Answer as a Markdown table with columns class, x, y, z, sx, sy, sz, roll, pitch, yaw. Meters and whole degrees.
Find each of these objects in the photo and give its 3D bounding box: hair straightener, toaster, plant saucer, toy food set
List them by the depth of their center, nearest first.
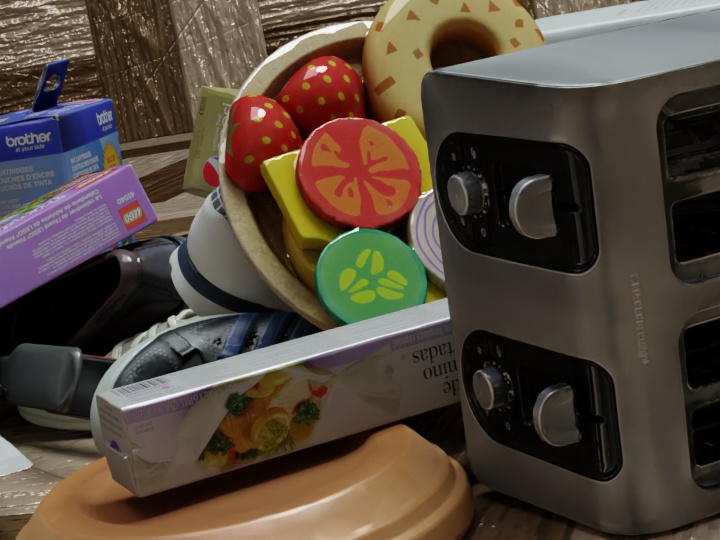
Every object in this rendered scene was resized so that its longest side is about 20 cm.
| class | x | y | z | sx | sy | sz | roll | pitch | yaw |
| --- | --- | --- | --- | --- | --- | --- | --- | --- | --- |
| toaster | 0.137 | -0.006 | 0.673 | 0.198 | 0.183 | 0.118 | -14 | 16 | -24 |
| plant saucer | -0.053 | 0.098 | 0.682 | 0.198 | 0.038 | 0.200 | -9 | 10 | 2 |
| toy food set | 0.030 | -0.046 | 0.802 | 0.199 | 0.199 | 0.049 | -20 | -22 | -24 |
| hair straightener | -0.204 | 0.049 | 0.908 | 0.077 | 0.041 | 0.199 | 18 | -4 | -40 |

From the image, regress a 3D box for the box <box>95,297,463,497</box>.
| class | x | y | z | sx | sy | sz | roll | pitch | yaw |
| --- | --- | --- | --- | --- | --- | --- | --- | --- | --- |
| box | -0.012 | 0.048 | 0.699 | 0.198 | 0.039 | 0.041 | -15 | 12 | -24 |

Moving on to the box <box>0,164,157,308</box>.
| class | x | y | z | sx | sy | sz | roll | pitch | yaw |
| --- | --- | --- | --- | --- | --- | --- | --- | --- | --- |
| box | -0.226 | 0.002 | 0.962 | 0.199 | 0.039 | 0.137 | -31 | 12 | -19 |

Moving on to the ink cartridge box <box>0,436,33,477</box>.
| class | x | y | z | sx | sy | sz | roll | pitch | yaw |
| --- | --- | --- | --- | --- | --- | --- | --- | --- | --- |
| ink cartridge box | -0.255 | 0.112 | 0.801 | 0.161 | 0.051 | 0.200 | -15 | 16 | -25 |

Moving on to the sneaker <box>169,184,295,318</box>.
| class | x | y | z | sx | sy | sz | roll | pitch | yaw |
| --- | --- | --- | --- | --- | --- | --- | --- | --- | --- |
| sneaker | 0.000 | 0.000 | 0.876 | 0.199 | 0.081 | 0.077 | 12 | 34 | -35 |

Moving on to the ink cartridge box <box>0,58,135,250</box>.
| class | x | y | z | sx | sy | sz | roll | pitch | yaw |
| --- | --- | --- | --- | --- | --- | --- | --- | --- | --- |
| ink cartridge box | -0.220 | -0.048 | 1.189 | 0.076 | 0.202 | 0.136 | -8 | 10 | 9 |

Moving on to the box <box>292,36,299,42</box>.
| class | x | y | z | sx | sy | sz | roll | pitch | yaw |
| --- | --- | --- | --- | --- | --- | --- | --- | --- | --- |
| box | 0.078 | -0.077 | 1.002 | 0.198 | 0.050 | 0.198 | 7 | -13 | 24 |

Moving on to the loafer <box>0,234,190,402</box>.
| class | x | y | z | sx | sy | sz | roll | pitch | yaw |
| --- | --- | --- | --- | --- | --- | --- | --- | --- | --- |
| loafer | -0.180 | 0.026 | 0.979 | 0.199 | 0.073 | 0.063 | -25 | -19 | 34 |

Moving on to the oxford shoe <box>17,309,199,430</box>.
| class | x | y | z | sx | sy | sz | roll | pitch | yaw |
| --- | --- | --- | --- | --- | --- | --- | --- | --- | --- |
| oxford shoe | -0.108 | 0.053 | 0.931 | 0.198 | 0.058 | 0.075 | -9 | 14 | 24 |

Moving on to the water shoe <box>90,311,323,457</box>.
| class | x | y | z | sx | sy | sz | roll | pitch | yaw |
| --- | --- | --- | --- | --- | --- | --- | --- | --- | --- |
| water shoe | -0.033 | 0.050 | 0.801 | 0.198 | 0.072 | 0.079 | -13 | 1 | -19 |

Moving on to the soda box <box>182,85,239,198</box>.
| class | x | y | z | sx | sy | sz | roll | pitch | yaw |
| --- | --- | --- | --- | --- | --- | --- | --- | --- | --- |
| soda box | -0.036 | -0.078 | 1.077 | 0.063 | 0.068 | 0.200 | 14 | 9 | 22 |

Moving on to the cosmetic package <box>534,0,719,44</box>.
| class | x | y | z | sx | sy | sz | roll | pitch | yaw |
| --- | --- | --- | --- | --- | --- | --- | --- | --- | --- |
| cosmetic package | 0.214 | -0.108 | 1.182 | 0.198 | 0.169 | 0.166 | -6 | 12 | 19 |

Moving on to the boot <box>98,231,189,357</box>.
| class | x | y | z | sx | sy | sz | roll | pitch | yaw |
| --- | --- | --- | --- | --- | --- | --- | --- | --- | --- |
| boot | -0.079 | 0.026 | 1.069 | 0.165 | 0.073 | 0.200 | 4 | 18 | 28 |
